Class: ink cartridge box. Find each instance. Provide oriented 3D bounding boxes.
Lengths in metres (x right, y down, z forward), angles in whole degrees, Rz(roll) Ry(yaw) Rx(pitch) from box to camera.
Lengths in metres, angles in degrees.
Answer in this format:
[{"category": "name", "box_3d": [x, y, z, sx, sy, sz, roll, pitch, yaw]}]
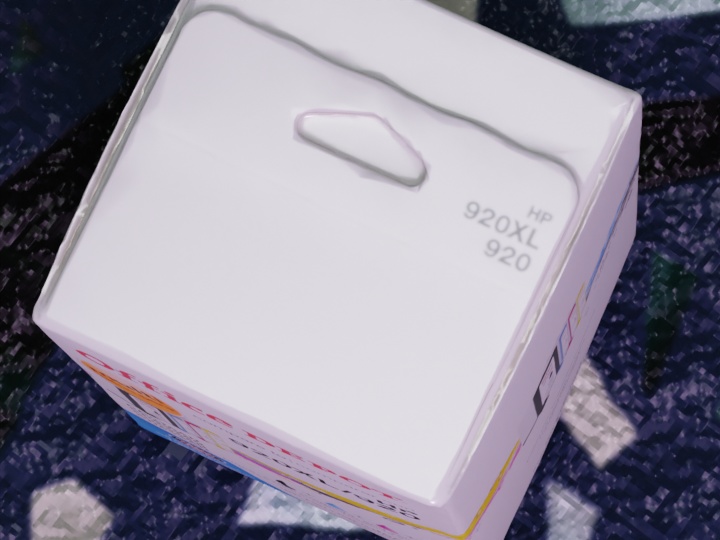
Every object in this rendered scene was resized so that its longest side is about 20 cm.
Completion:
[{"category": "ink cartridge box", "box_3d": [0.000, 0.000, 1.000, 0.146, 0.200, 0.145, 23, 81, 10]}]
